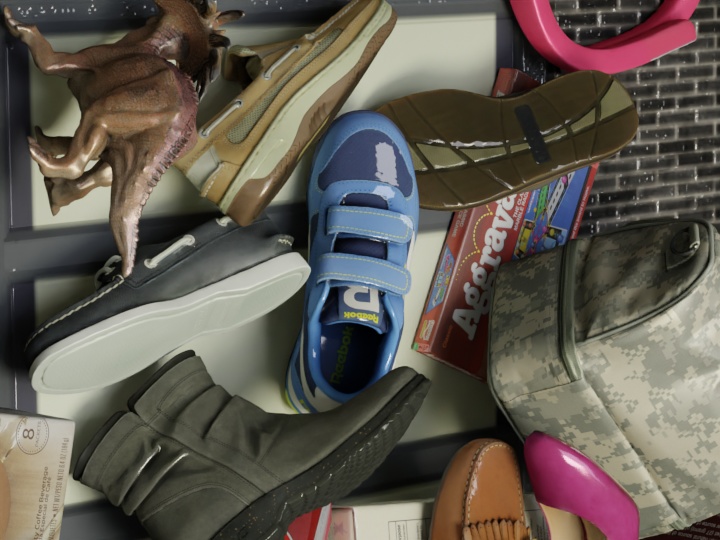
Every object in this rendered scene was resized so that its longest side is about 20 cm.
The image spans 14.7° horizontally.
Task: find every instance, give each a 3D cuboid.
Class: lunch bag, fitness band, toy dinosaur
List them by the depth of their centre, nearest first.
[{"bbox_3d":[-0.122,-0.096,1.580,0.135,0.200,0.086,-13,138,-2],"label":"toy dinosaur"},{"bbox_3d":[0.197,0.069,1.832,0.200,0.167,0.140,56,29,-32],"label":"lunch bag"},{"bbox_3d":[0.173,-0.212,1.914,0.200,0.037,0.144,-23,108,-39],"label":"fitness band"}]

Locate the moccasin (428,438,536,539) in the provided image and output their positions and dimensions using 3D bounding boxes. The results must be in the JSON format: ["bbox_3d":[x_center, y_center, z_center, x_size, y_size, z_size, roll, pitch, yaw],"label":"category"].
[{"bbox_3d":[0.084,0.205,1.741,0.073,0.078,0.202,19,68,-39],"label":"moccasin"}]

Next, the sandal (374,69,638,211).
[{"bbox_3d":[0.087,-0.084,1.826,0.199,0.055,0.082,-17,82,-26],"label":"sandal"}]

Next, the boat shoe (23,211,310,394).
[{"bbox_3d":[-0.123,0.015,1.652,0.200,0.076,0.060,-19,66,-40],"label":"boat shoe"}]

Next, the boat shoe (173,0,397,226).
[{"bbox_3d":[-0.048,-0.116,1.699,0.076,0.072,0.200,34,47,2],"label":"boat shoe"}]

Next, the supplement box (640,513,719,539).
[{"bbox_3d":[0.233,0.251,1.912,0.133,0.197,0.201,38,70,-38],"label":"supplement box"}]

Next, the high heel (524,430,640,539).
[{"bbox_3d":[0.138,0.190,1.783,0.096,0.067,0.200,-51,129,-20],"label":"high heel"}]

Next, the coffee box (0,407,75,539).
[{"bbox_3d":[-0.263,0.125,1.521,0.199,0.080,0.115,8,89,-43],"label":"coffee box"}]

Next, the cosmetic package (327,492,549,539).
[{"bbox_3d":[0.048,0.199,1.813,0.199,0.071,0.106,2,83,-42],"label":"cosmetic package"}]

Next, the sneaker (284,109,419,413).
[{"bbox_3d":[0.000,0.000,1.734,0.074,0.082,0.201,5,90,-7],"label":"sneaker"}]

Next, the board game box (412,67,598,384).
[{"bbox_3d":[0.103,-0.025,1.881,0.103,0.019,0.201,25,78,-40],"label":"board game box"}]

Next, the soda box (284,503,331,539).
[{"bbox_3d":[-0.070,0.213,1.665,0.064,0.070,0.201,91,12,-58],"label":"soda box"}]

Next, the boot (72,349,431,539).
[{"bbox_3d":[-0.065,0.091,1.655,0.200,0.131,0.068,-39,164,-18],"label":"boot"}]
